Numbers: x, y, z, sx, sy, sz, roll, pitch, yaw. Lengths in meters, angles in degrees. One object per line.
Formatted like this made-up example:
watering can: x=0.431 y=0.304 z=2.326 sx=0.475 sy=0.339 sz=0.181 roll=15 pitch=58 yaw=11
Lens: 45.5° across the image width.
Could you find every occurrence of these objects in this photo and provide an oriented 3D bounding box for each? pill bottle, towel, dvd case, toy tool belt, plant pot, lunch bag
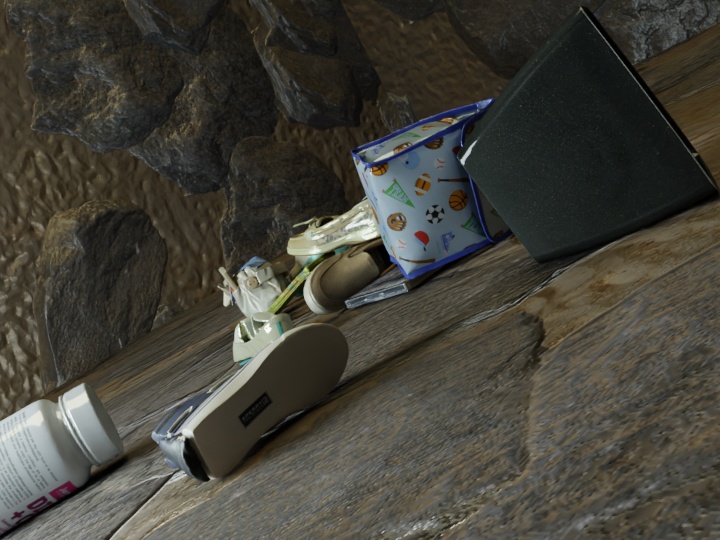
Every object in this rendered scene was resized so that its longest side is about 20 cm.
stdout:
pill bottle: x=-0.385 y=0.222 z=0.994 sx=0.199 sy=0.114 sz=0.113 roll=-30 pitch=7 yaw=-11
towel: x=-0.114 y=0.043 z=1.385 sx=0.200 sy=0.018 sz=0.086 roll=-46 pitch=-5 yaw=35
dvd case: x=0.087 y=-0.009 z=1.202 sx=0.199 sy=0.016 sz=0.148 roll=-34 pitch=8 yaw=-34
toy tool belt: x=-0.195 y=0.021 z=1.555 sx=0.125 sy=0.122 sz=0.200 roll=-55 pitch=6 yaw=4
plant pot: x=0.212 y=-0.125 z=0.856 sx=0.177 sy=0.200 sz=0.200 roll=-37 pitch=3 yaw=24
lunch bag: x=0.112 y=-0.109 z=1.104 sx=0.198 sy=0.172 sz=0.124 roll=-22 pitch=22 yaw=-5

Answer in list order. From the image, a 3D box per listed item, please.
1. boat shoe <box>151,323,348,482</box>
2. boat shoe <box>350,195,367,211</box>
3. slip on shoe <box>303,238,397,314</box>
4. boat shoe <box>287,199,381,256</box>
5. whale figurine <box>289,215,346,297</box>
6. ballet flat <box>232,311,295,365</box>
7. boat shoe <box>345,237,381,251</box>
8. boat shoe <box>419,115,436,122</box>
boat shoe: x=-0.105 y=0.114 z=0.797 sx=0.199 sy=0.075 sz=0.092 roll=-34 pitch=16 yaw=-36
boat shoe: x=0.066 y=-0.130 z=1.559 sx=0.198 sy=0.076 sz=0.060 roll=-13 pitch=24 yaw=34
slip on shoe: x=0.000 y=0.000 z=1.258 sx=0.199 sy=0.077 sz=0.060 roll=-24 pitch=-8 yaw=-41
boat shoe: x=-0.034 y=-0.070 z=1.342 sx=0.198 sy=0.063 sz=0.073 roll=-14 pitch=12 yaw=28
whale figurine: x=-0.065 y=-0.009 z=1.602 sx=0.159 sy=0.104 sz=0.201 roll=-39 pitch=-13 yaw=-42
ballet flat: x=-0.136 y=0.089 z=1.178 sx=0.069 sy=0.070 sz=0.200 roll=-31 pitch=7 yaw=-27
boat shoe: x=0.005 y=-0.011 z=1.358 sx=0.066 sy=0.072 sz=0.201 roll=-14 pitch=20 yaw=43
boat shoe: x=0.146 y=-0.201 z=1.424 sx=0.067 sy=0.074 sz=0.200 roll=-19 pitch=-27 yaw=6
